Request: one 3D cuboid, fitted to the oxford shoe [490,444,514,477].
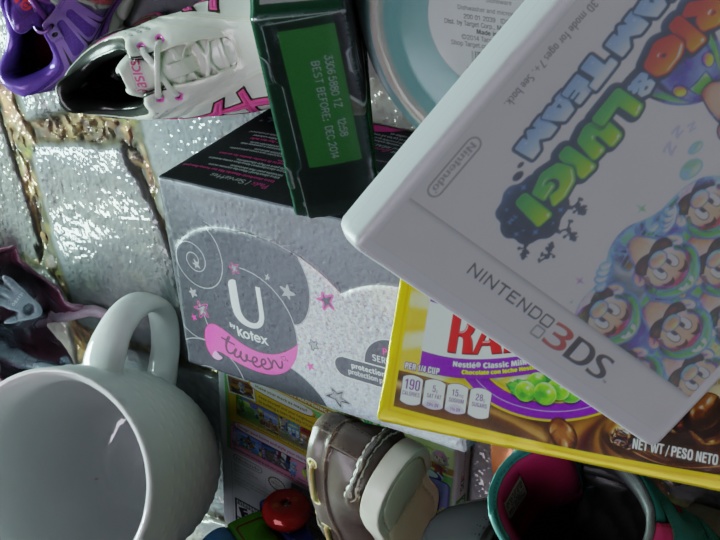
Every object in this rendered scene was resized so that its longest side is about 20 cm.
[{"bbox_3d":[0.135,0.170,0.816,0.073,0.071,0.201,-4,113,37],"label":"oxford shoe"}]

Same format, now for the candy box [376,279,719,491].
[{"bbox_3d":[0.107,0.035,0.621,0.199,0.026,0.103,8,86,26],"label":"candy box"}]

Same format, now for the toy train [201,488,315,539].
[{"bbox_3d":[-0.049,0.243,0.912,0.200,0.115,0.085,46,145,42],"label":"toy train"}]

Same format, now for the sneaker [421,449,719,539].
[{"bbox_3d":[0.088,0.133,0.706,0.199,0.084,0.121,-1,145,42],"label":"sneaker"}]

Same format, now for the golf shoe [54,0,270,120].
[{"bbox_3d":[-0.092,-0.118,0.809,0.199,0.092,0.073,-7,110,41],"label":"golf shoe"}]

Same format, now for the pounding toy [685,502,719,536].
[{"bbox_3d":[0.200,0.254,0.760,0.199,0.142,0.185,16,125,33],"label":"pounding toy"}]

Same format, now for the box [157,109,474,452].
[{"bbox_3d":[0.000,0.000,0.788,0.199,0.115,0.133,15,125,33],"label":"box"}]

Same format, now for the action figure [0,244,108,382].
[{"bbox_3d":[-0.282,0.018,1.075,0.200,0.148,0.135,16,97,54],"label":"action figure"}]

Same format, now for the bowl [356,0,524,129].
[{"bbox_3d":[0.078,-0.114,0.572,0.200,0.105,0.201,17,128,23],"label":"bowl"}]

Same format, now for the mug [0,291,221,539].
[{"bbox_3d":[-0.169,0.114,0.966,0.147,0.175,0.201,13,91,16],"label":"mug"}]

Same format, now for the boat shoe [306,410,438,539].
[{"bbox_3d":[0.005,0.141,0.841,0.059,0.072,0.200,30,159,18],"label":"boat shoe"}]

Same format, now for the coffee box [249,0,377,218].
[{"bbox_3d":[-0.022,-0.140,0.653,0.044,0.201,0.123,-7,139,3],"label":"coffee box"}]

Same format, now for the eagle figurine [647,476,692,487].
[{"bbox_3d":[0.177,0.038,0.659,0.200,0.152,0.151,48,157,-2],"label":"eagle figurine"}]

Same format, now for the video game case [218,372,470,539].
[{"bbox_3d":[-0.016,0.144,0.960,0.199,0.022,0.183,23,129,29],"label":"video game case"}]

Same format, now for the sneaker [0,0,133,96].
[{"bbox_3d":[-0.176,-0.181,0.845,0.081,0.083,0.200,37,133,15],"label":"sneaker"}]

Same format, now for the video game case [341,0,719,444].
[{"bbox_3d":[0.120,-0.045,0.521,0.182,0.024,0.200,33,104,-32],"label":"video game case"}]
